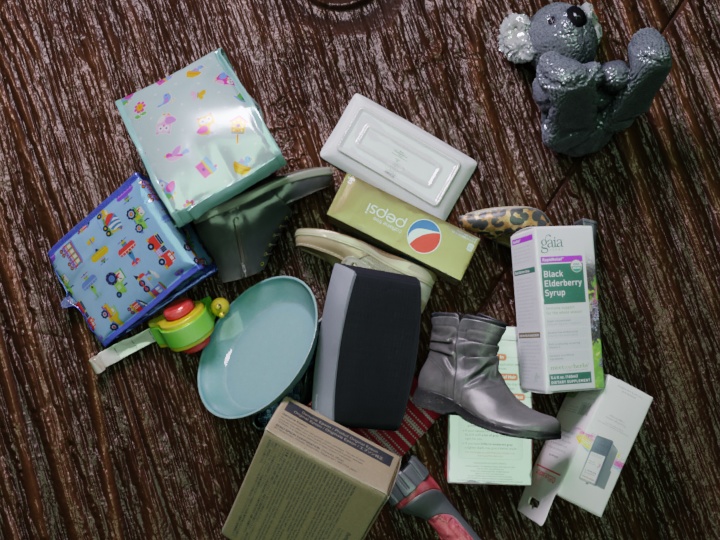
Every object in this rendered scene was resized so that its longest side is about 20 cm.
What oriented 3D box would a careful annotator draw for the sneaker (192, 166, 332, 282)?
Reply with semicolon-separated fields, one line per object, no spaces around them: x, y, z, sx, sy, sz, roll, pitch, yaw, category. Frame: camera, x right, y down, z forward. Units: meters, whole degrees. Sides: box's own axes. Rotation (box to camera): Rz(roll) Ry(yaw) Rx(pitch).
-0.117;-0.065;1.188;0.198;0.075;0.107;-23;101;-9;sneaker

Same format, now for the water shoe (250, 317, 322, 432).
-0.066;0.133;1.148;0.071;0.079;0.201;37;84;4;water shoe

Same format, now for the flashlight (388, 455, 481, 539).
0.109;0.334;1.126;0.068;0.068;0.200;-39;83;-6;flashlight

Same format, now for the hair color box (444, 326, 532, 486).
0.166;0.174;1.150;0.109;0.064;0.203;2;84;2;hair color box

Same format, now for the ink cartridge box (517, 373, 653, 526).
0.280;0.233;1.113;0.067;0.117;0.202;27;84;-4;ink cartridge box

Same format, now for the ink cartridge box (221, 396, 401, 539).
-0.063;0.277;1.080;0.164;0.075;0.201;27;122;3;ink cartridge box

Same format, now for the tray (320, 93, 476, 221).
0.052;-0.155;1.214;0.199;0.022;0.108;30;85;4;tray

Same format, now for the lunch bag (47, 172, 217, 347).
-0.317;-0.007;1.171;0.199;0.094;0.151;-35;86;5;lunch bag

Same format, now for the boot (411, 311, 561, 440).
0.159;0.123;1.067;0.198;0.070;0.133;14;88;28;boot

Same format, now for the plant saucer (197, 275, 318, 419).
-0.124;0.102;1.127;0.199;0.036;0.202;-23;47;27;plant saucer

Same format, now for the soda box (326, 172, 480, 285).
0.056;-0.054;1.177;0.198;0.068;0.065;26;84;4;soda box

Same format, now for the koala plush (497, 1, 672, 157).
0.280;-0.277;1.179;0.175;0.184;0.201;-16;61;-11;koala plush

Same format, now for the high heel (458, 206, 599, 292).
0.223;-0.007;1.166;0.197;0.071;0.144;7;76;-8;high heel

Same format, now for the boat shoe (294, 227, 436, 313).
0.000;0.000;1.171;0.198;0.072;0.066;21;83;-2;boat shoe

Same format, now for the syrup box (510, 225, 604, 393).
0.243;0.047;1.096;0.078;0.081;0.203;-2;86;-12;syrup box

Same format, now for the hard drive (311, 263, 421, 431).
0.013;0.099;1.103;0.134;0.042;0.203;10;88;-28;hard drive

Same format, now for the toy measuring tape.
-0.261;0.090;1.154;0.198;0.074;0.074;-26;83;-6;toy measuring tape

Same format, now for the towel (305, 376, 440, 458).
-0.001;0.202;1.151;0.200;0.022;0.145;-45;100;-6;towel

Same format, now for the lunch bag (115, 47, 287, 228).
-0.200;-0.163;1.146;0.169;0.122;0.201;-29;59;-4;lunch bag
